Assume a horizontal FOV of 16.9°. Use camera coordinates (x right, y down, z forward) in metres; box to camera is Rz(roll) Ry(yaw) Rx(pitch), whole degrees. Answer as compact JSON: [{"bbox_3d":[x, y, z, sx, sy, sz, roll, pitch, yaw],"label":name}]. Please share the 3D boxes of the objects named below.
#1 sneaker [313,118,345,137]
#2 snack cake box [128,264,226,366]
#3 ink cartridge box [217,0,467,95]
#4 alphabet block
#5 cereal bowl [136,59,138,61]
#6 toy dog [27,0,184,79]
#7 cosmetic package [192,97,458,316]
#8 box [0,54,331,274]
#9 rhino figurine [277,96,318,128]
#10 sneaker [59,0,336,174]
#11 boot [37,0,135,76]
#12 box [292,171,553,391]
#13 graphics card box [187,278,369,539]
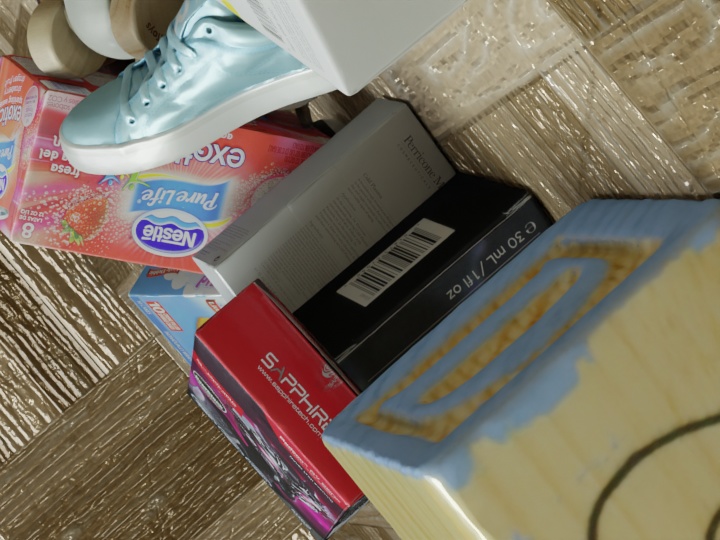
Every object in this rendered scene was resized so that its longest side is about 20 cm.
[{"bbox_3d":[0.000,0.000,1.576,0.081,0.075,0.200,9,-118,-80],"label":"sneaker"},{"bbox_3d":[-0.050,0.054,1.655,0.115,0.067,0.200,1,141,42],"label":"snack cake box"},{"bbox_3d":[-0.054,-0.193,1.168,0.200,0.083,0.145,38,164,47],"label":"ink cartridge box"},{"bbox_3d":[0.129,0.100,1.159,0.200,0.195,0.196,50,171,-11],"label":"alphabet block"},{"bbox_3d":[-0.162,-0.118,1.853,0.200,0.083,0.200,55,171,14],"label":"cereal bowl"},{"bbox_3d":[-0.131,-0.204,1.391,0.132,0.096,0.200,23,112,34],"label":"toy dog"},{"bbox_3d":[0.020,0.022,1.444,0.200,0.151,0.052,53,170,-19],"label":"cosmetic package"},{"bbox_3d":[-0.123,-0.060,1.472,0.200,0.095,0.103,10,-166,-28],"label":"box"},{"bbox_3d":[-0.051,-0.124,1.424,0.087,0.060,0.200,5,169,-2],"label":"rhino figurine"},{"bbox_3d":[-0.081,-0.121,1.289,0.074,0.200,0.082,-98,-19,-53],"label":"sneaker"},{"bbox_3d":[-0.185,-0.204,1.543,0.166,0.072,0.200,88,167,-68],"label":"boot"},{"bbox_3d":[0.076,0.070,1.388,0.200,0.148,0.107,53,169,-20],"label":"box"},{"bbox_3d":[-0.038,0.082,1.353,0.125,0.051,0.200,48,169,5],"label":"graphics card box"}]
